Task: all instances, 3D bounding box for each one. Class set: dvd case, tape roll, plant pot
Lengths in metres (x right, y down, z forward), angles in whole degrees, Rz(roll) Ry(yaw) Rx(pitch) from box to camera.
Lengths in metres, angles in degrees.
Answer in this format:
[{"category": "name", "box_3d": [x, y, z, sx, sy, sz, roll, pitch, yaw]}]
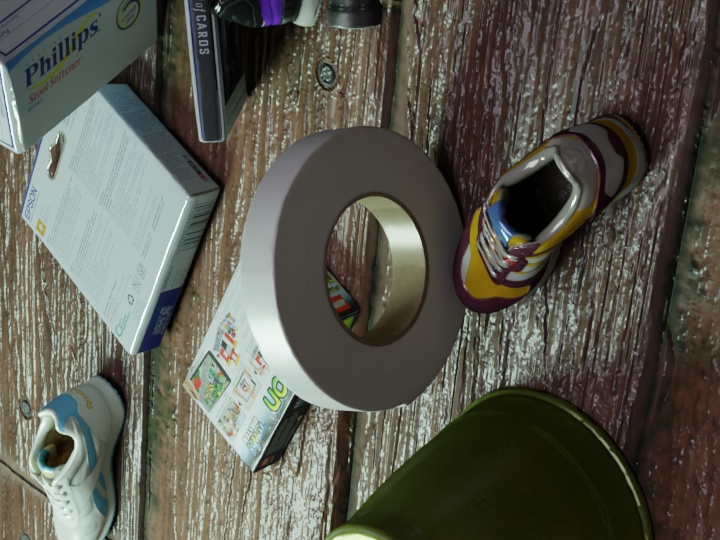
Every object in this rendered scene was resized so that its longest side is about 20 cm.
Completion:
[{"category": "dvd case", "box_3d": [-0.113, -0.213, 1.225, 0.024, 0.151, 0.203, -2, 107, 3]}, {"category": "tape roll", "box_3d": [0.000, 0.000, 1.135, 0.037, 0.202, 0.205, -2, 103, 45]}, {"category": "plant pot", "box_3d": [0.074, 0.211, 1.143, 0.199, 0.192, 0.203, 19, 118, 39]}]

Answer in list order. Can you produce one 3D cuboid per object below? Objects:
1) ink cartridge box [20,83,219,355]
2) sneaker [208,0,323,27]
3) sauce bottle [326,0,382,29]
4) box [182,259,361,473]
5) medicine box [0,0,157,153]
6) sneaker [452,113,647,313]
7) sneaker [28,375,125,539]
[{"category": "ink cartridge box", "box_3d": [-0.223, -0.061, 1.455, 0.200, 0.043, 0.197, 49, 133, 26]}, {"category": "sneaker", "box_3d": [-0.083, -0.268, 1.110, 0.069, 0.098, 0.203, -161, 64, -71]}, {"category": "sauce bottle", "box_3d": [-0.006, -0.276, 1.140, 0.066, 0.066, 0.202, 17, 118, 40]}, {"category": "box", "box_3d": [-0.080, 0.067, 1.360, 0.110, 0.035, 0.201, 48, 133, 22]}, {"category": "medicine box", "box_3d": [-0.300, -0.221, 1.332, 0.199, 0.182, 0.104, 29, 143, 20]}, {"category": "sneaker", "box_3d": [0.106, -0.032, 1.095, 0.075, 0.090, 0.200, 54, 134, 16]}, {"category": "sneaker", "box_3d": [-0.290, 0.201, 1.589, 0.076, 0.080, 0.202, 29, 125, 32]}]
